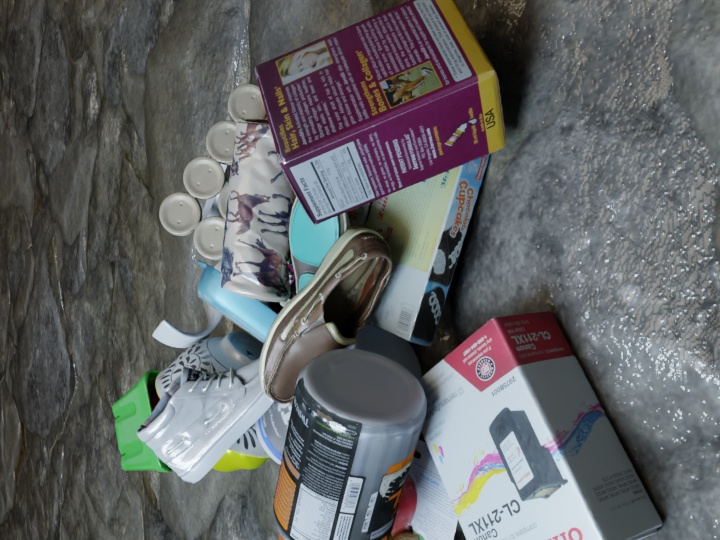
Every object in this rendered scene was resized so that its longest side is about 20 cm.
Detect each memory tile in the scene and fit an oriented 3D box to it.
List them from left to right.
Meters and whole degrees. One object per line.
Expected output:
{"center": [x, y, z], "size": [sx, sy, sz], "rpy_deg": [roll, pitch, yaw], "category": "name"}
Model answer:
{"center": [-0.128, -0.100, 0.868], "size": [0.152, 0.017, 0.201], "rpy_deg": [33, 88, 3], "category": "memory tile"}

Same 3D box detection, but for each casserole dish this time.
{"center": [-0.130, 0.061, 0.928], "size": [0.039, 0.199, 0.121], "rpy_deg": [-55, 11, -10], "category": "casserole dish"}

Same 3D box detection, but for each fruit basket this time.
{"center": [-0.212, 0.212, 1.040], "size": [0.215, 0.214, 0.157], "rpy_deg": [-33, 67, 47], "category": "fruit basket"}
{"center": [0.044, 0.280, 0.796], "size": [0.185, 0.093, 0.203], "rpy_deg": [8, 79, 59], "category": "fruit basket"}

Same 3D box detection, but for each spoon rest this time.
{"center": [-0.208, 0.042, 1.043], "size": [0.061, 0.200, 0.099], "rpy_deg": [42, 130, -6], "category": "spoon rest"}

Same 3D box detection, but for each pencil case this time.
{"center": [-0.103, -0.062, 0.818], "size": [0.078, 0.088, 0.203], "rpy_deg": [180, 97, -71], "category": "pencil case"}

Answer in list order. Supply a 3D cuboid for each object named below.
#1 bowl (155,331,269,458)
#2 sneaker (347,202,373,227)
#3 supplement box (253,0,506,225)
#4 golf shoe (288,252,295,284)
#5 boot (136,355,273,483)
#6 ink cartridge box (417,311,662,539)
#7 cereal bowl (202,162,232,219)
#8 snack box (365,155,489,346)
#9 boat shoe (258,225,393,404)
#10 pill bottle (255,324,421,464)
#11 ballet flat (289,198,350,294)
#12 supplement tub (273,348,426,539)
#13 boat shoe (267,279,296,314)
{"center": [-0.155, 0.142, 0.967], "size": [0.200, 0.199, 0.095], "rpy_deg": [40, 106, 43], "category": "bowl"}
{"center": [-0.003, -0.139, 0.831], "size": [0.075, 0.087, 0.203], "rpy_deg": [-3, 91, 35], "category": "sneaker"}
{"center": [0.018, -0.151, 0.690], "size": [0.104, 0.198, 0.132], "rpy_deg": [63, -173, -56], "category": "supplement box"}
{"center": [-0.090, -0.073, 0.925], "size": [0.202, 0.075, 0.091], "rpy_deg": [-62, 23, -3], "category": "golf shoe"}
{"center": [-0.161, 0.137, 0.842], "size": [0.200, 0.096, 0.073], "rpy_deg": [-49, 15, -6], "category": "boot"}
{"center": [0.143, 0.160, 0.655], "size": [0.146, 0.082, 0.202], "rpy_deg": [-48, 55, 41], "category": "ink cartridge box"}
{"center": [-0.145, -0.125, 0.984], "size": [0.200, 0.082, 0.203], "rpy_deg": [-160, 90, -75], "category": "cereal bowl"}
{"center": [0.053, -0.037, 0.765], "size": [0.116, 0.037, 0.203], "rpy_deg": [21, 95, 49], "category": "snack box"}
{"center": [-0.035, 0.052, 0.736], "size": [0.204, 0.074, 0.075], "rpy_deg": [-60, 29, 10], "category": "boat shoe"}
{"center": [-0.027, 0.145, 0.845], "size": [0.200, 0.113, 0.115], "rpy_deg": [-39, 62, 43], "category": "pill bottle"}
{"center": [-0.041, -0.014, 0.804], "size": [0.067, 0.062, 0.202], "rpy_deg": [18, 125, 17], "category": "ballet flat"}
{"center": [-0.016, 0.188, 0.706], "size": [0.122, 0.121, 0.202], "rpy_deg": [40, 127, 43], "category": "supplement tub"}
{"center": [-0.117, -0.002, 0.997], "size": [0.200, 0.067, 0.072], "rpy_deg": [50, 130, 40], "category": "boat shoe"}
